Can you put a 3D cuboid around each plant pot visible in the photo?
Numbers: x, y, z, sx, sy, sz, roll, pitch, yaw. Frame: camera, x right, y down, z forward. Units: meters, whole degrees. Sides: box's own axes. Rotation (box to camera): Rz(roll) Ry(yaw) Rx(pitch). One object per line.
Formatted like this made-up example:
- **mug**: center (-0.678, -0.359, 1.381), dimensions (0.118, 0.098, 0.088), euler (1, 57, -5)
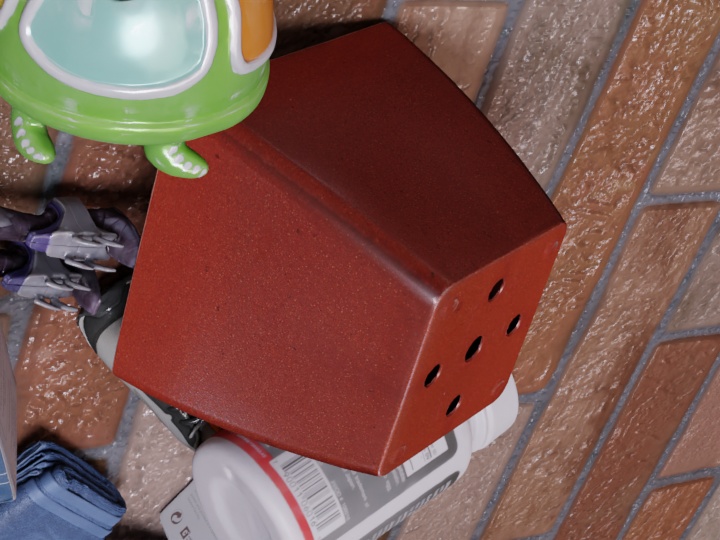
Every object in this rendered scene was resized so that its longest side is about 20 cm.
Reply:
- **plant pot**: center (0.000, 0.000, 0.996), dimensions (0.199, 0.176, 0.201), euler (-26, 142, -47)

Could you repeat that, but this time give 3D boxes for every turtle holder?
- **turtle holder**: center (-0.131, -0.144, 0.854), dimensions (0.141, 0.185, 0.132), euler (-47, 157, -44)

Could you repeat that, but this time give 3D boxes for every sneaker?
- **sneaker**: center (-0.113, 0.067, 1.114), dimensions (0.074, 0.080, 0.200), euler (-36, 141, 2)

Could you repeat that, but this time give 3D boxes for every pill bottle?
- **pill bottle**: center (0.000, 0.113, 1.114), dimensions (0.199, 0.114, 0.114), euler (-31, 144, -28)

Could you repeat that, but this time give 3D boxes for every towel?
- **towel**: center (-0.261, 0.199, 1.159), dimensions (0.200, 0.049, 0.112), euler (-39, 146, 1)

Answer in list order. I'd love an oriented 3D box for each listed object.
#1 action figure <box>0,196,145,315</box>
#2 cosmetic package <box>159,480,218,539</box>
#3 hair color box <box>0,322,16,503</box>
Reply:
- **action figure**: center (-0.227, -0.018, 0.948), dimensions (0.199, 0.070, 0.130), euler (6, 130, -38)
- **cosmetic package**: center (-0.041, 0.151, 1.261), dimensions (0.200, 0.074, 0.102), euler (-45, 142, 12)
- **hair color box**: center (-0.223, 0.017, 0.870), dimensions (0.060, 0.100, 0.201), euler (-9, 126, -6)
